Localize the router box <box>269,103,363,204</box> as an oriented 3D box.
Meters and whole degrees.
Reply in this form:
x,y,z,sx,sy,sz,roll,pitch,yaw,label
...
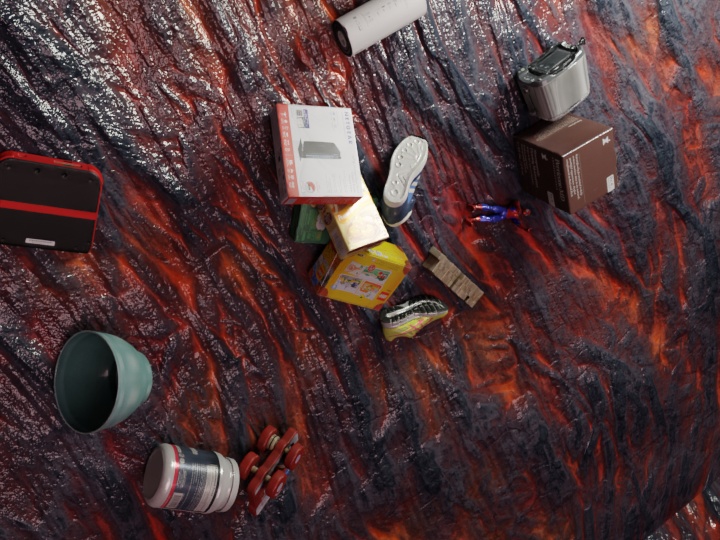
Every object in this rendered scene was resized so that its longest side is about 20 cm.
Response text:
x,y,z,sx,sy,sz,roll,pitch,yaw,label
-0.093,-0.245,1.515,0.175,0.049,0.206,-3,78,-27,router box

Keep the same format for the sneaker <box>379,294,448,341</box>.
x,y,z,sx,sy,sz,roll,pitch,yaw,label
0.139,0.129,1.873,0.194,0.079,0.092,-12,126,-17,sneaker

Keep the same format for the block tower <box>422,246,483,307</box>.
x,y,z,sx,sy,sz,roll,pitch,yaw,label
0.242,0.019,1.884,0.058,0.054,0.199,-49,125,0,block tower

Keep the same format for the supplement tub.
x,y,z,sx,sy,sz,roll,pitch,yaw,label
-0.401,0.496,1.698,0.196,0.140,0.143,20,102,-34,supplement tub

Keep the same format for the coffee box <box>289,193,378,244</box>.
x,y,z,sx,sy,sz,roll,pitch,yaw,label
-0.062,-0.124,1.656,0.195,0.044,0.126,1,113,-29,coffee box

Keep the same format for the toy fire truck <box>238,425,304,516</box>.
x,y,z,sx,sy,sz,roll,pitch,yaw,label
-0.222,0.504,1.811,0.201,0.110,0.170,-52,161,-36,toy fire truck

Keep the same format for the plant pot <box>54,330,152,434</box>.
x,y,z,sx,sy,sz,roll,pitch,yaw,label
-0.521,0.230,1.494,0.133,0.198,0.204,10,111,-59,plant pot

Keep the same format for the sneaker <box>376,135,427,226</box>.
x,y,z,sx,sy,sz,roll,pitch,yaw,label
0.101,-0.203,1.703,0.147,0.078,0.204,87,24,-65,sneaker

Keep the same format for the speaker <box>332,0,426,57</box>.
x,y,z,sx,sy,sz,roll,pitch,yaw,label
0.042,-0.531,1.502,0.197,0.081,0.083,-33,124,-12,speaker

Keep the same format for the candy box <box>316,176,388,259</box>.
x,y,z,sx,sy,sz,roll,pitch,yaw,label
-0.031,-0.139,1.578,0.113,0.055,0.204,-19,81,-33,candy box

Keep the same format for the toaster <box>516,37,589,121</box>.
x,y,z,sx,sy,sz,roll,pitch,yaw,label
0.483,-0.465,1.759,0.198,0.113,0.131,-38,129,-10,toaster

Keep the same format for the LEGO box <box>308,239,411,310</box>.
x,y,z,sx,sy,sz,roll,pitch,yaw,label
0.000,0.000,1.694,0.196,0.078,0.150,16,123,-38,LEGO box

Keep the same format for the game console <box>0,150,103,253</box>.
x,y,z,sx,sy,sz,roll,pitch,yaw,label
-0.603,-0.127,1.370,0.195,0.031,0.181,7,113,-30,game console

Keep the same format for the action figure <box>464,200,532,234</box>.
x,y,z,sx,sy,sz,roll,pitch,yaw,label
0.378,-0.139,1.863,0.195,0.099,0.067,-8,118,-28,action figure

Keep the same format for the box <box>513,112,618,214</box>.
x,y,z,sx,sy,sz,roll,pitch,yaw,label
0.517,-0.277,1.809,0.161,0.200,0.169,-28,123,-13,box
